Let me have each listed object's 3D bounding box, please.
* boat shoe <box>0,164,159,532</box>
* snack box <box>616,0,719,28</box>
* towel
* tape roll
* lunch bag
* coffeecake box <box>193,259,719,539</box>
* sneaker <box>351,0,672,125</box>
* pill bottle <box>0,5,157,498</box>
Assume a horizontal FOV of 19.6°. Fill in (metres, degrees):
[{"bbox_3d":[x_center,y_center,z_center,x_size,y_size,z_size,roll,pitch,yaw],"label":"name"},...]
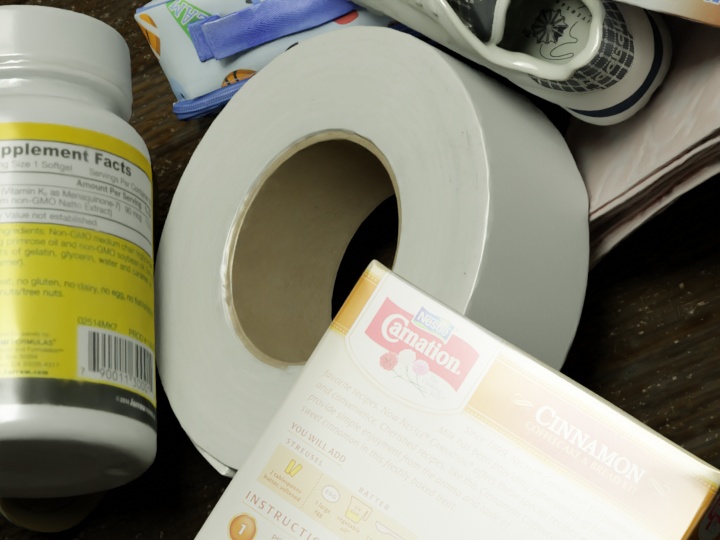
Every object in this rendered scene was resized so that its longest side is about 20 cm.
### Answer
[{"bbox_3d":[-0.145,0.033,1.019,0.066,0.072,0.201,-22,55,55],"label":"boat shoe"},{"bbox_3d":[0.116,-0.143,0.865,0.200,0.072,0.024,-94,20,-68],"label":"snack box"},{"bbox_3d":[0.147,-0.103,0.901,0.191,0.032,0.200,-37,27,62],"label":"towel"},{"bbox_3d":[0.000,0.000,0.905,0.202,0.071,0.203,-17,64,39],"label":"tape roll"},{"bbox_3d":[-0.006,-0.132,1.003,0.200,0.076,0.160,-19,11,20],"label":"lunch bag"},{"bbox_3d":[0.021,0.123,0.749,0.153,0.073,0.200,32,88,24],"label":"coffeecake box"},{"bbox_3d":[0.036,-0.130,0.868,0.200,0.080,0.077,29,102,22],"label":"sneaker"},{"bbox_3d":[-0.148,-0.008,0.928,0.114,0.114,0.200,-12,68,23],"label":"pill bottle"}]
